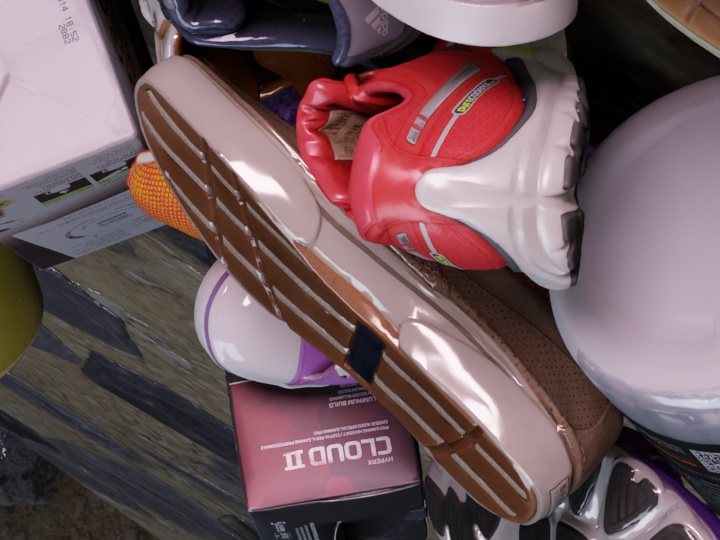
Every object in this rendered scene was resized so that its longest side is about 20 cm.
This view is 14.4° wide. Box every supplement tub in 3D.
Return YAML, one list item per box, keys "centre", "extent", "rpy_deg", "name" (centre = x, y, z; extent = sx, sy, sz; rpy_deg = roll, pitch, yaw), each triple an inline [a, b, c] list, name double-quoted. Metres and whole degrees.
- centre: [0.154, 0.031, 0.944]
  extent: [0.122, 0.123, 0.200]
  rpy_deg: [22, 165, 38]
  name: "supplement tub"

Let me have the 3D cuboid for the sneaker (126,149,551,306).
- centre: [0.000, 0.000, 1.021]
  extent: [0.200, 0.077, 0.073]
  rpy_deg: [18, -178, 22]
  name: "sneaker"

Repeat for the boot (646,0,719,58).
- centre: [0.167, -0.040, 0.746]
  extent: [0.200, 0.072, 0.155]
  rpy_deg: [24, 170, 27]
  name: "boot"

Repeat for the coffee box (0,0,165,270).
- centre: [-0.128, -0.075, 1.136]
  extent: [0.200, 0.080, 0.113]
  rpy_deg: [59, -170, -82]
  name: "coffee box"

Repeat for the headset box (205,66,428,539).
- centre: [-0.020, 0.033, 1.206]
  extent: [0.075, 0.200, 0.149]
  rpy_deg: [-9, 166, 0]
  name: "headset box"

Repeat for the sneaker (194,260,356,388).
- centre: [0.043, 0.015, 1.070]
  extent: [0.200, 0.073, 0.114]
  rpy_deg: [-8, -161, -13]
  name: "sneaker"

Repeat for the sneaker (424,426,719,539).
- centre: [0.094, 0.083, 1.055]
  extent: [0.083, 0.081, 0.200]
  rpy_deg: [-5, -164, -21]
  name: "sneaker"

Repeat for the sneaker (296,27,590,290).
- centre: [0.022, -0.047, 0.881]
  extent: [0.085, 0.077, 0.200]
  rpy_deg: [4, -170, -2]
  name: "sneaker"

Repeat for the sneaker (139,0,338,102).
- centre: [-0.062, -0.103, 1.021]
  extent: [0.073, 0.085, 0.200]
  rpy_deg: [35, 171, -30]
  name: "sneaker"

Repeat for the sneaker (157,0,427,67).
- centre: [-0.048, -0.113, 0.897]
  extent: [0.200, 0.081, 0.074]
  rpy_deg: [17, 128, 36]
  name: "sneaker"

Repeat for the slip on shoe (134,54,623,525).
- centre: [0.008, -0.004, 0.957]
  extent: [0.200, 0.061, 0.076]
  rpy_deg: [44, 158, 10]
  name: "slip on shoe"

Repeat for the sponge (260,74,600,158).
- centre: [0.037, -0.044, 1.050]
  extent: [0.200, 0.030, 0.111]
  rpy_deg: [18, -178, 35]
  name: "sponge"

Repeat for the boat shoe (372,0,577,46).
- centre: [-0.009, -0.132, 0.815]
  extent: [0.200, 0.074, 0.060]
  rpy_deg: [42, 137, 42]
  name: "boat shoe"

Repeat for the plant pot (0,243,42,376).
- centre: [-0.247, -0.054, 1.236]
  extent: [0.187, 0.187, 0.200]
  rpy_deg: [21, 131, 40]
  name: "plant pot"
